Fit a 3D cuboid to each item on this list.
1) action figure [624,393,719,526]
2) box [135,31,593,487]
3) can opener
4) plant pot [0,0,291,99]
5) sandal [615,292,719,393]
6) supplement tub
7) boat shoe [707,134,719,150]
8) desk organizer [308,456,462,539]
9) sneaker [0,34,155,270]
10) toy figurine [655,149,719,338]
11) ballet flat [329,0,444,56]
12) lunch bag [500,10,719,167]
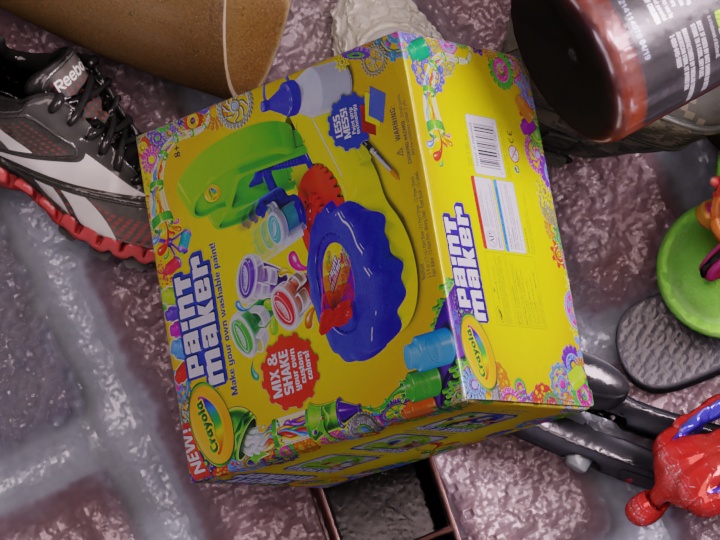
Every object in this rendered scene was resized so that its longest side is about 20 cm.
[{"bbox_3d":[0.234,0.085,1.689,0.200,0.052,0.066,-33,69,7],"label":"action figure"},{"bbox_3d":[0.000,0.000,1.635,0.192,0.122,0.201,-20,74,35],"label":"box"},{"bbox_3d":[0.160,0.098,1.739,0.200,0.079,0.064,26,86,-9],"label":"can opener"},{"bbox_3d":[-0.148,-0.203,1.744,0.199,0.186,0.187,9,77,10],"label":"plant pot"},{"bbox_3d":[0.249,0.024,1.769,0.199,0.043,0.076,-10,76,7],"label":"sandal"},{"bbox_3d":[0.186,-0.155,1.605,0.200,0.107,0.107,-28,80,-19],"label":"supplement tub"},{"bbox_3d":[0.303,-0.067,1.771,0.200,0.072,0.066,24,85,8],"label":"boat shoe"},{"bbox_3d":[0.032,0.190,1.704,0.072,0.077,0.201,-18,79,-6],"label":"desk organizer"},{"bbox_3d":[-0.160,-0.072,1.740,0.200,0.098,0.071,28,38,4],"label":"sneaker"},{"bbox_3d":[0.246,-0.056,1.648,0.200,0.184,0.150,-34,74,0],"label":"toy figurine"},{"bbox_3d":[0.039,-0.084,1.771,0.072,0.072,0.200,-20,78,-6],"label":"ballet flat"},{"bbox_3d":[0.153,-0.168,1.740,0.139,0.168,0.201,16,79,-15],"label":"lunch bag"}]
